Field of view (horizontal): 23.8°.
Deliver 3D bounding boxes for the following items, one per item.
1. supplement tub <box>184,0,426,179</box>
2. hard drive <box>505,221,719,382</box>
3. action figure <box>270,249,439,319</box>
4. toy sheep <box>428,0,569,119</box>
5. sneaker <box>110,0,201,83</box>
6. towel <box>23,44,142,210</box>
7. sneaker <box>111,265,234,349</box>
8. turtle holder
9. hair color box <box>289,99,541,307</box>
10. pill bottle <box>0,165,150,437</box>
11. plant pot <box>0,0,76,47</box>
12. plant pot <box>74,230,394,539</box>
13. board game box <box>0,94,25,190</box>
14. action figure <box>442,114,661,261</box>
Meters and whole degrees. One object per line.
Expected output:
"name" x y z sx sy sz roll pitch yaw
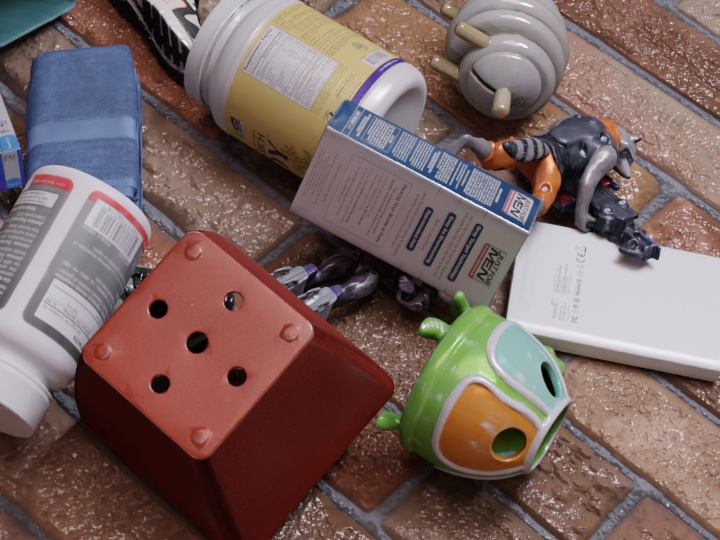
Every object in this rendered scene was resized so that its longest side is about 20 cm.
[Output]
"supplement tub" -0.053 -0.170 1.625 0.199 0.146 0.145 31 56 17
"hard drive" 0.238 0.026 1.585 0.198 0.027 0.133 11 52 3
"action figure" 0.000 0.000 1.552 0.199 0.070 0.130 -28 56 -28
"toy sheep" 0.142 -0.218 1.694 0.137 0.138 0.201 12 49 3
"sneaker" -0.190 -0.268 1.729 0.080 0.074 0.200 -23 59 -24
"towel" -0.264 -0.126 1.627 0.111 0.049 0.201 -3 55 -4
"sneaker" -0.210 0.025 1.501 0.198 0.080 0.074 1 51 -7
"turtle holder" 0.107 0.110 1.452 0.131 0.185 0.142 28 87 15
"hair color box" 0.048 -0.057 1.510 0.199 0.100 0.061 28 36 1
"pill bottle" -0.262 0.026 1.391 0.113 0.114 0.201 22 67 10
"plant pot" -0.406 -0.323 1.689 0.199 0.142 0.141 12 29 21
"plant pot" -0.113 0.082 1.364 0.199 0.176 0.200 39 78 17
"board game box" -0.404 -0.142 1.604 0.134 0.045 0.200 -14 45 -16
"action figure" 0.200 -0.089 1.598 0.193 0.105 0.200 -22 47 -39
